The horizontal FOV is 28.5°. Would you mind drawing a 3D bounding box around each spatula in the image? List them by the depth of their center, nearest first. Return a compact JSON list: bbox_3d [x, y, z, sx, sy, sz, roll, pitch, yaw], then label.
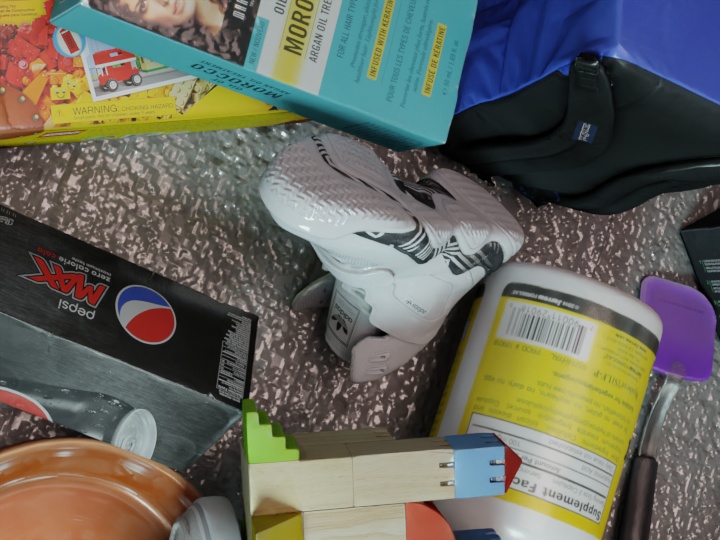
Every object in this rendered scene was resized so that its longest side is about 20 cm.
[{"bbox_3d":[0.189,0.105,0.906,0.056,0.021,0.201,15,84,-14],"label":"spatula"}]

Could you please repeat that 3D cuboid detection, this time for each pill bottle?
[{"bbox_3d":[0.093,0.105,0.807,0.111,0.111,0.201,25,78,-24],"label":"pill bottle"}]

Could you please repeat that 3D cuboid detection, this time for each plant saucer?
[{"bbox_3d":[-0.154,0.185,0.720,0.199,0.032,0.202,1,88,-28],"label":"plant saucer"}]

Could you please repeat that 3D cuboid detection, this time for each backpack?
[{"bbox_3d":[0.145,-0.122,0.796,0.162,0.200,0.169,25,67,-22],"label":"backpack"}]

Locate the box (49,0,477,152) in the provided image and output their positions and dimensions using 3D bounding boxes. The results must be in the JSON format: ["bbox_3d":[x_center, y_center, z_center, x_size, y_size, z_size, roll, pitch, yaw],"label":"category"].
[{"bbox_3d":[-0.042,-0.128,0.692,0.199,0.049,0.083,17,81,-27],"label":"box"}]

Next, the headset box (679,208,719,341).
[{"bbox_3d":[0.313,0.030,0.890,0.092,0.174,0.201,-27,99,-25],"label":"headset box"}]

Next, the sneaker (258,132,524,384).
[{"bbox_3d":[0.000,0.000,0.742,0.115,0.075,0.200,-52,150,20],"label":"sneaker"}]

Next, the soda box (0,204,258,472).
[{"bbox_3d":[-0.153,0.027,0.695,0.199,0.071,0.064,26,43,-24],"label":"soda box"}]

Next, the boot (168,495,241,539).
[{"bbox_3d":[-0.107,0.211,0.687,0.095,0.074,0.201,4,79,-19],"label":"boot"}]

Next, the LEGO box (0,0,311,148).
[{"bbox_3d":[-0.108,-0.147,0.730,0.199,0.077,0.150,-9,93,-28],"label":"LEGO box"}]

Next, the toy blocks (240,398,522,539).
[{"bbox_3d":[0.012,0.158,0.708,0.136,0.100,0.201,-3,99,-9],"label":"toy blocks"}]
